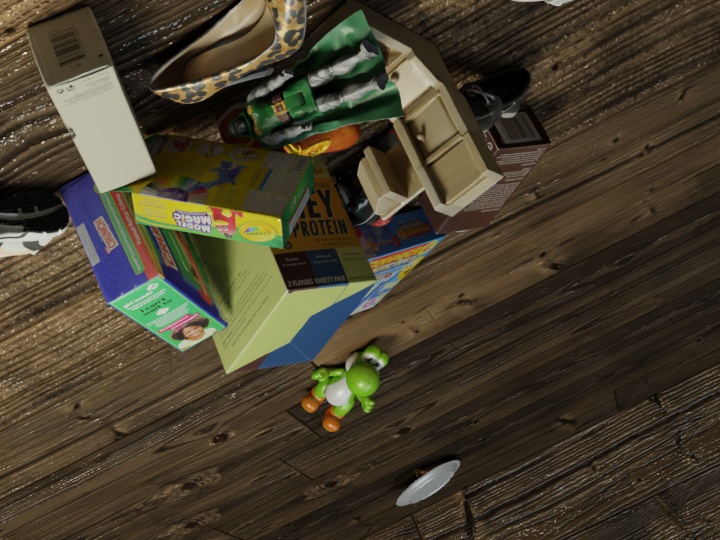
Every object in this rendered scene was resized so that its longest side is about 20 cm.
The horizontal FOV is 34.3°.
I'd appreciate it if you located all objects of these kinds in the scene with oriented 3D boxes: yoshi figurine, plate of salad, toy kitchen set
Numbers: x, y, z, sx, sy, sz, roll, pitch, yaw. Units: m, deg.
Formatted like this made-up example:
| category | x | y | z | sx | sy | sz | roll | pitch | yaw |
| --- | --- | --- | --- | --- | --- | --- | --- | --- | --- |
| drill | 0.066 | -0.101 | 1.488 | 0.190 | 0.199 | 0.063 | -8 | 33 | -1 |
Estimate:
| category | x | y | z | sx | sy | sz | roll | pitch | yaw |
| --- | --- | --- | --- | --- | --- | --- | --- | --- | --- |
| yoshi figurine | -0.026 | 0.216 | 2.136 | 0.112 | 0.113 | 0.200 | 9 | 137 | -40 |
| plate of salad | 0.172 | 0.546 | 3.040 | 0.199 | 0.048 | 0.201 | -30 | 156 | -15 |
| toy kitchen set | 0.020 | -0.155 | 1.323 | 0.163 | 0.201 | 0.180 | -37 | 152 | 25 |

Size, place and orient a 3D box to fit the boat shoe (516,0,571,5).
| category | x | y | z | sx | sy | sz | roll | pitch | yaw |
| --- | --- | --- | --- | --- | --- | --- | --- | --- | --- |
| boat shoe | 0.238 | -0.337 | 1.337 | 0.199 | 0.072 | 0.069 | -25 | 157 | -22 |

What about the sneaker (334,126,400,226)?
| category | x | y | z | sx | sy | sz | roll | pitch | yaw |
| --- | --- | --- | --- | --- | --- | --- | --- | --- | --- |
| sneaker | 0.018 | -0.121 | 1.546 | 0.097 | 0.071 | 0.201 | -13 | 154 | -29 |

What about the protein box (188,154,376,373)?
| category | x | y | z | sx | sy | sz | roll | pitch | yaw |
| --- | --- | --- | --- | --- | --- | --- | --- | --- | --- |
| protein box | -0.111 | -0.011 | 1.488 | 0.134 | 0.201 | 0.199 | -6 | 150 | -35 |

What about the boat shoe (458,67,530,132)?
| category | x | y | z | sx | sy | sz | roll | pitch | yaw |
| --- | --- | --- | --- | --- | --- | --- | --- | --- | --- |
| boat shoe | 0.158 | -0.218 | 1.454 | 0.200 | 0.067 | 0.057 | -30 | 153 | -58 |

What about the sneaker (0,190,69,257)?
| category | x | y | z | sx | sy | sz | roll | pitch | yaw |
| --- | --- | --- | --- | --- | --- | --- | --- | --- | --- |
| sneaker | -0.425 | -0.042 | 1.292 | 0.199 | 0.074 | 0.080 | 1 | 150 | -41 |

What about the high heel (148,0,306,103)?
| category | x | y | z | sx | sy | sz | roll | pitch | yaw |
| --- | --- | --- | --- | --- | --- | --- | --- | --- | --- |
| high heel | -0.134 | -0.235 | 1.174 | 0.142 | 0.072 | 0.200 | -19 | 165 | -27 |

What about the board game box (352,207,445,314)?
| category | x | y | z | sx | sy | sz | roll | pitch | yaw |
| --- | --- | --- | --- | --- | --- | --- | --- | --- | --- |
| board game box | 0.000 | 0.000 | 1.734 | 0.199 | 0.056 | 0.196 | -18 | 159 | -49 |

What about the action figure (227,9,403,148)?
| category | x | y | z | sx | sy | sz | roll | pitch | yaw |
| --- | --- | --- | --- | --- | --- | --- | --- | --- | --- |
| action figure | -0.062 | -0.184 | 1.259 | 0.199 | 0.119 | 0.055 | -21 | 179 | 29 |

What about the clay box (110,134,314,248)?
| category | x | y | z | sx | sy | sz | roll | pitch | yaw |
| --- | --- | --- | --- | --- | --- | --- | --- | --- | --- |
| clay box | -0.161 | -0.091 | 1.283 | 0.198 | 0.115 | 0.048 | 10 | 132 | 14 |

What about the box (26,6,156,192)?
| category | x | y | z | sx | sy | sz | roll | pitch | yaw |
| --- | --- | --- | --- | --- | --- | --- | --- | --- | --- |
| box | -0.268 | -0.167 | 1.180 | 0.068 | 0.083 | 0.200 | -22 | 154 | -8 |

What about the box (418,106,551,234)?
| category | x | y | z | sx | sy | sz | roll | pitch | yaw |
| --- | --- | --- | --- | --- | --- | --- | --- | --- | --- |
| box | 0.173 | -0.140 | 1.652 | 0.099 | 0.075 | 0.200 | -9 | 149 | -32 |

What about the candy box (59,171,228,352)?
| category | x | y | z | sx | sy | sz | roll | pitch | yaw |
| --- | --- | --- | --- | --- | --- | --- | --- | --- | --- |
| candy box | -0.254 | -0.013 | 1.389 | 0.077 | 0.170 | 0.200 | -31 | 155 | 6 |

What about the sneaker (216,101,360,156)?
| category | x | y | z | sx | sy | sz | roll | pitch | yaw |
| --- | --- | --- | --- | --- | --- | --- | --- | --- | --- |
| sneaker | -0.080 | -0.151 | 1.390 | 0.199 | 0.078 | 0.073 | -6 | 148 | -38 |
